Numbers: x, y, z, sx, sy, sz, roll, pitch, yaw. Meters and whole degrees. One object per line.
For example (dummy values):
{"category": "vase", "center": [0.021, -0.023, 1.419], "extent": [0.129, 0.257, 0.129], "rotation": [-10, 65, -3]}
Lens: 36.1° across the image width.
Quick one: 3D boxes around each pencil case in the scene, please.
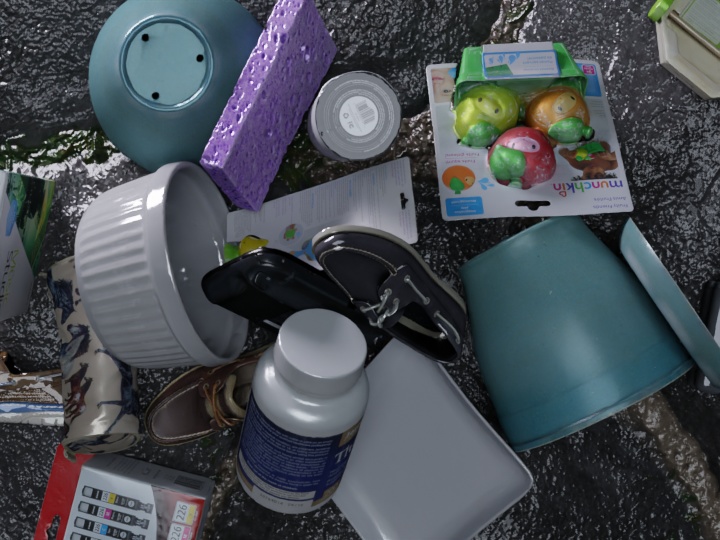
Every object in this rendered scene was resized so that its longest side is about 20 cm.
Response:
{"category": "pencil case", "center": [-0.269, 0.086, 1.110], "extent": [0.089, 0.078, 0.201], "rotation": [-15, 74, 23]}

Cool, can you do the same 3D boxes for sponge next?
{"category": "sponge", "center": [-0.088, -0.166, 1.091], "extent": [0.030, 0.112, 0.201], "rotation": [19, 75, 20]}

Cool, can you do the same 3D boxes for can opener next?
{"category": "can opener", "center": [0.397, 0.032, 1.157], "extent": [0.066, 0.053, 0.201], "rotation": [11, 92, 0]}

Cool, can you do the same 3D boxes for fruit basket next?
{"category": "fruit basket", "center": [0.163, -0.138, 1.090], "extent": [0.184, 0.094, 0.201], "rotation": [-2, 51, 0]}

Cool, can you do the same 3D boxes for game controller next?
{"category": "game controller", "center": [-0.056, 0.034, 1.059], "extent": [0.104, 0.200, 0.042], "rotation": [-15, 58, 39]}

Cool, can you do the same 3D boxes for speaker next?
{"category": "speaker", "center": [-0.010, -0.146, 1.073], "extent": [0.081, 0.200, 0.082], "rotation": [0, 95, -5]}

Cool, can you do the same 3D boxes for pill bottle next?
{"category": "pill bottle", "center": [-0.053, 0.133, 1.052], "extent": [0.110, 0.111, 0.201], "rotation": [15, 134, -1]}

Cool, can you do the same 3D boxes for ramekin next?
{"category": "ramekin", "center": [-0.194, 0.001, 1.079], "extent": [0.104, 0.200, 0.202], "rotation": [-12, 92, 13]}

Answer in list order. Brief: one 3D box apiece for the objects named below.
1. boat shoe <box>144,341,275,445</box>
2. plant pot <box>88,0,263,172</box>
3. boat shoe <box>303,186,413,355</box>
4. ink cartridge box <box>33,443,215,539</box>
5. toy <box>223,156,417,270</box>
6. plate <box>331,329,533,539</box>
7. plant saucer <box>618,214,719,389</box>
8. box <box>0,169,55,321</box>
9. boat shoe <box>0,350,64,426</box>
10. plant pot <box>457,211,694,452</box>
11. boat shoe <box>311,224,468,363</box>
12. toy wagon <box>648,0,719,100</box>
{"category": "boat shoe", "center": [-0.134, 0.126, 1.141], "extent": [0.199, 0.072, 0.073], "rotation": [-22, 92, 0]}
{"category": "plant pot", "center": [-0.182, -0.196, 1.101], "extent": [0.199, 0.135, 0.202], "rotation": [0, 91, -1]}
{"category": "boat shoe", "center": [0.000, 0.000, 1.152], "extent": [0.073, 0.063, 0.201], "rotation": [-35, 88, 15]}
{"category": "ink cartridge box", "center": [-0.261, 0.298, 1.138], "extent": [0.174, 0.084, 0.201], "rotation": [14, 92, -1]}
{"category": "toy", "center": [-0.037, -0.032, 1.089], "extent": [0.199, 0.047, 0.116], "rotation": [-14, 49, 12]}
{"category": "plate", "center": [0.052, 0.191, 1.117], "extent": [0.200, 0.032, 0.200], "rotation": [-47, 71, 24]}
{"category": "plant saucer", "center": [0.303, 0.037, 1.058], "extent": [0.027, 0.200, 0.201], "rotation": [-35, 92, 12]}
{"category": "box", "center": [-0.345, -0.024, 1.071], "extent": [0.036, 0.200, 0.145], "rotation": [12, 92, -6]}
{"category": "boat shoe", "center": [-0.377, 0.119, 1.144], "extent": [0.198, 0.072, 0.073], "rotation": [4, 87, -11]}
{"category": "plant pot", "center": [0.194, 0.051, 1.093], "extent": [0.199, 0.200, 0.189], "rotation": [-27, 84, 0]}
{"category": "boat shoe", "center": [0.033, 0.025, 1.023], "extent": [0.072, 0.063, 0.200], "rotation": [-28, 136, 30]}
{"category": "toy wagon", "center": [0.404, -0.276, 1.155], "extent": [0.155, 0.040, 0.200], "rotation": [38, 90, -2]}
